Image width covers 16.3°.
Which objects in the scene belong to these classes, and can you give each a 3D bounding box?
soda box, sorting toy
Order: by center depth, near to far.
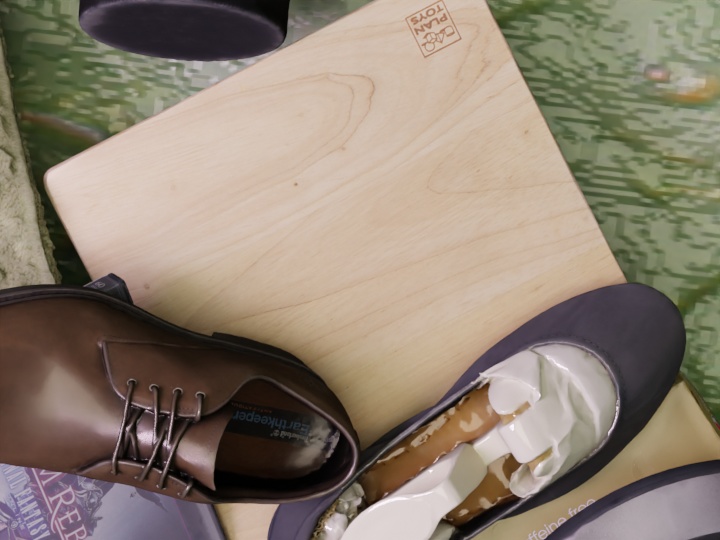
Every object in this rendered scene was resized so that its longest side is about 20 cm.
[{"bbox_3d":[0.000,0.000,1.078,0.200,0.070,0.199,-27,95,5],"label":"sorting toy"},{"bbox_3d":[0.072,0.123,1.083,0.200,0.068,0.064,-34,90,5],"label":"soda box"}]

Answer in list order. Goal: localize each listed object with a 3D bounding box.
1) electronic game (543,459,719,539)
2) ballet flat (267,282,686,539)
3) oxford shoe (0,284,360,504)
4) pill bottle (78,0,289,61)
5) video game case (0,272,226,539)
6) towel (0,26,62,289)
[{"bbox_3d":[0.141,0.164,1.055,0.199,0.042,0.201,-7,121,-11],"label":"electronic game"},{"bbox_3d":[0.049,0.077,1.016,0.200,0.073,0.073,-33,90,5],"label":"ballet flat"},{"bbox_3d":[-0.088,0.051,0.969,0.199,0.084,0.073,6,101,-26],"label":"oxford shoe"},{"bbox_3d":[-0.066,-0.194,1.032,0.111,0.112,0.201,3,78,4],"label":"pill bottle"},{"bbox_3d":[-0.159,0.107,1.005,0.200,0.019,0.143,-28,115,-18],"label":"video game case"},{"bbox_3d":[-0.201,-0.036,1.022,0.148,0.036,0.201,-9,76,-27],"label":"towel"}]
